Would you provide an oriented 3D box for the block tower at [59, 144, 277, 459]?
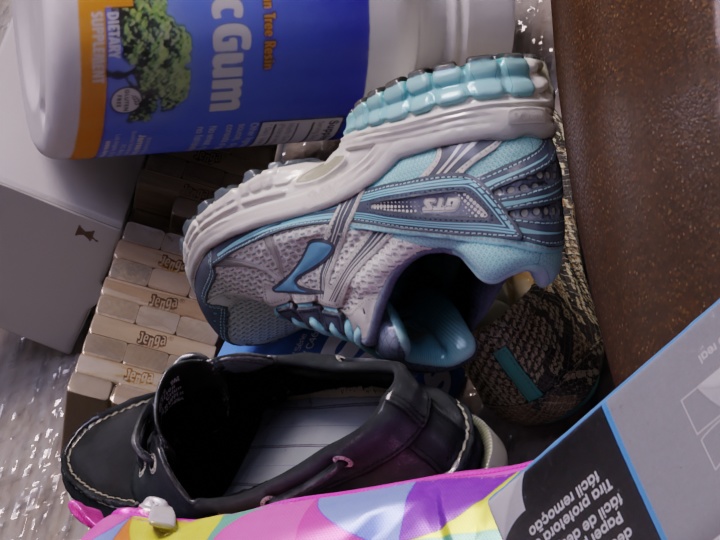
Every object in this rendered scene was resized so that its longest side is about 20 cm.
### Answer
[{"bbox_3d":[-0.076,-0.006,0.947,0.054,0.058,0.201,15,52,-1],"label":"block tower"}]

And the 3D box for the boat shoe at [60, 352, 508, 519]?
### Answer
[{"bbox_3d":[-0.044,0.059,0.782,0.199,0.066,0.075,3,55,43],"label":"boat shoe"}]

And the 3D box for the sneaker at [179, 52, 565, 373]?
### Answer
[{"bbox_3d":[0.000,0.000,0.776,0.200,0.077,0.087,-35,64,53],"label":"sneaker"}]

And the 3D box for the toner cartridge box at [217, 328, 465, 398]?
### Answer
[{"bbox_3d":[-0.040,0.107,0.820,0.095,0.043,0.201,-6,48,39],"label":"toner cartridge box"}]

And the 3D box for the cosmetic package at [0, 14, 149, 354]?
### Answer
[{"bbox_3d":[-0.134,-0.076,1.034,0.108,0.084,0.201,121,168,-48],"label":"cosmetic package"}]

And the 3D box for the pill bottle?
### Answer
[{"bbox_3d":[-0.041,-0.109,0.927,0.199,0.113,0.112,-6,33,-15],"label":"pill bottle"}]

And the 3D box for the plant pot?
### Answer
[{"bbox_3d":[0.142,-0.018,0.690,0.186,0.187,0.201,-11,60,35],"label":"plant pot"}]

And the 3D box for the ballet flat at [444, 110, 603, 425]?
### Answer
[{"bbox_3d":[0.049,-0.028,0.853,0.068,0.075,0.201,-29,37,17],"label":"ballet flat"}]

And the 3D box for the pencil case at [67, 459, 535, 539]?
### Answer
[{"bbox_3d":[-0.003,0.106,0.697,0.199,0.089,0.089,-7,46,20],"label":"pencil case"}]

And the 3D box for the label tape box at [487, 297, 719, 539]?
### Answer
[{"bbox_3d":[0.129,0.102,0.536,0.143,0.066,0.201,-44,52,32],"label":"label tape box"}]
